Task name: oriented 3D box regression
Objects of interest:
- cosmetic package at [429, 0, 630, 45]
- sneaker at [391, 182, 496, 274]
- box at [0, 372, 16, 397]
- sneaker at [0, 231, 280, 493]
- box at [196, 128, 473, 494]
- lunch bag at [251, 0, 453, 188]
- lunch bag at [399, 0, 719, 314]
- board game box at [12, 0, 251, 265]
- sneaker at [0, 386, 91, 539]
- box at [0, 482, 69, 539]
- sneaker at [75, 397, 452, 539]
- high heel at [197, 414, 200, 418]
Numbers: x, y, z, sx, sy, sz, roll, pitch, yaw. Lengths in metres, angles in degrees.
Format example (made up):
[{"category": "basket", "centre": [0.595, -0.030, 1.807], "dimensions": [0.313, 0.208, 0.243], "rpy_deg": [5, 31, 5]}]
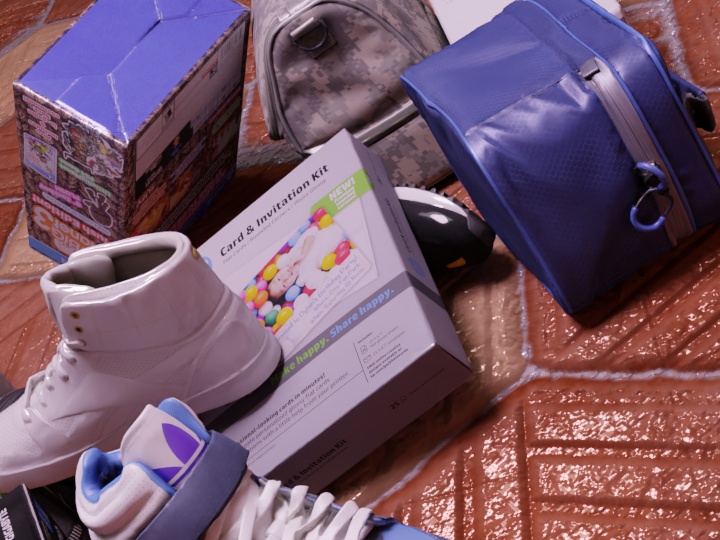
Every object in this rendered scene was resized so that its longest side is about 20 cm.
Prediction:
[{"category": "cosmetic package", "centre": [0.124, -0.160, 1.056], "dimensions": [0.113, 0.081, 0.200], "rpy_deg": [-29, 30, 10]}, {"category": "sneaker", "centre": [0.000, 0.000, 0.966], "dimensions": [0.200, 0.070, 0.090], "rpy_deg": [2, 63, 45]}, {"category": "box", "centre": [-0.356, 0.074, 1.062], "dimensions": [0.152, 0.200, 0.106], "rpy_deg": [-42, 31, -15]}, {"category": "sneaker", "centre": [-0.159, 0.045, 0.850], "dimensions": [0.200, 0.116, 0.074], "rpy_deg": [-26, 34, 13]}, {"category": "box", "centre": [-0.031, 0.029, 0.888], "dimensions": [0.156, 0.041, 0.200], "rpy_deg": [-38, 40, 16]}, {"category": "lunch bag", "centre": [-0.010, -0.156, 1.093], "dimensions": [0.139, 0.168, 0.200], "rpy_deg": [-28, 28, 10]}, {"category": "lunch bag", "centre": [0.125, -0.079, 0.868], "dimensions": [0.132, 0.136, 0.200], "rpy_deg": [-34, 29, 1]}, {"category": "board game box", "centre": [-0.170, -0.104, 1.133], "dimensions": [0.097, 0.200, 0.160], "rpy_deg": [29, 56, 11]}, {"category": "sneaker", "centre": [-0.201, 0.120, 0.964], "dimensions": [0.084, 0.077, 0.200], "rpy_deg": [-36, 31, -2]}, {"category": "box", "centre": [-0.197, 0.200, 0.703], "dimensions": [0.160, 0.049, 0.200], "rpy_deg": [-36, 26, -8]}, {"category": "sneaker", "centre": [-0.052, 0.124, 0.728], "dimensions": [0.200, 0.147, 0.081], "rpy_deg": [-9, 37, 38]}, {"category": "high heel", "centre": [-0.099, 0.107, 0.909], "dimensions": [0.096, 0.068, 0.200], "rpy_deg": [-11, 34, -31]}]
